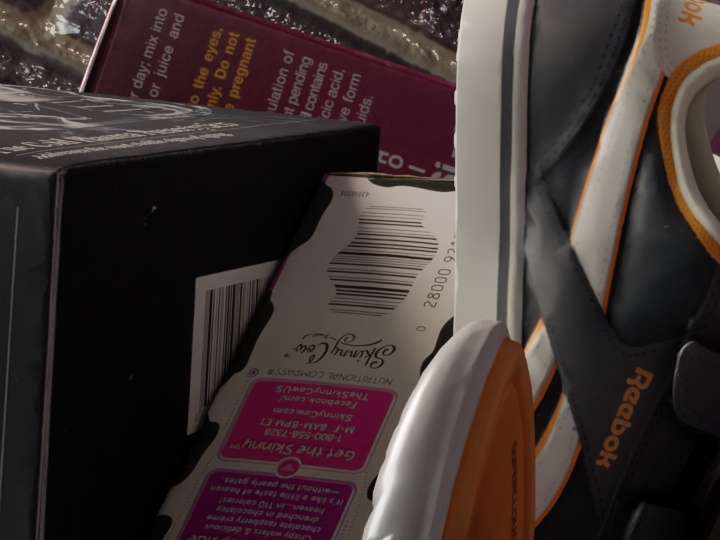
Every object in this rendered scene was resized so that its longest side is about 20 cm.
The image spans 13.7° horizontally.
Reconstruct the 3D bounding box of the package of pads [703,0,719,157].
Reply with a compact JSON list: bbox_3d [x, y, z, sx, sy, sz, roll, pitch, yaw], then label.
[{"bbox_3d":[0.132,-0.129,0.747,0.200,0.075,0.121,115,180,-53],"label":"package of pads"}]

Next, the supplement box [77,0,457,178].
[{"bbox_3d":[0.000,0.000,0.956,0.131,0.199,0.104,118,170,-76],"label":"supplement box"}]

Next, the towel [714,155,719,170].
[{"bbox_3d":[0.153,-0.113,0.977,0.149,0.031,0.200,-62,-2,-45],"label":"towel"}]

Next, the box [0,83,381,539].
[{"bbox_3d":[-0.115,0.007,0.780,0.200,0.181,0.105,-14,-71,-68],"label":"box"}]

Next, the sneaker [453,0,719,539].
[{"bbox_3d":[0.061,0.031,0.708,0.078,0.079,0.201,-23,-65,-80],"label":"sneaker"}]

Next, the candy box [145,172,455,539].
[{"bbox_3d":[-0.001,0.092,0.759,0.137,0.061,0.201,71,-148,-41],"label":"candy box"}]

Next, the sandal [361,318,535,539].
[{"bbox_3d":[0.027,0.112,0.427,0.079,0.059,0.208,55,-141,-71],"label":"sandal"}]
